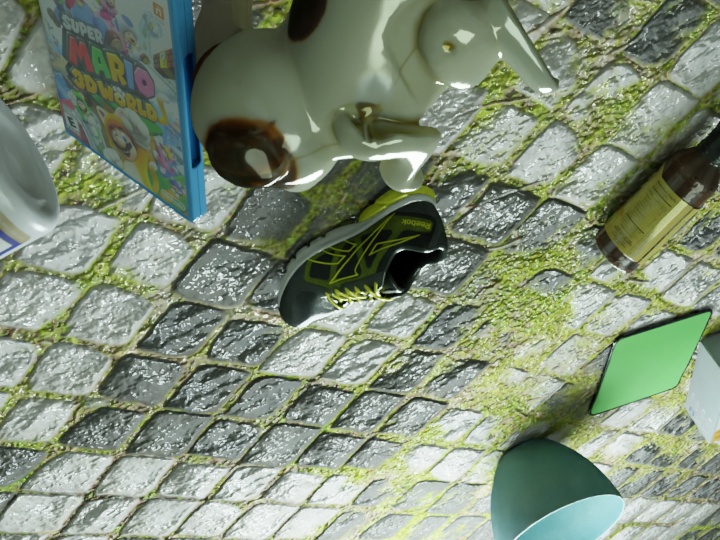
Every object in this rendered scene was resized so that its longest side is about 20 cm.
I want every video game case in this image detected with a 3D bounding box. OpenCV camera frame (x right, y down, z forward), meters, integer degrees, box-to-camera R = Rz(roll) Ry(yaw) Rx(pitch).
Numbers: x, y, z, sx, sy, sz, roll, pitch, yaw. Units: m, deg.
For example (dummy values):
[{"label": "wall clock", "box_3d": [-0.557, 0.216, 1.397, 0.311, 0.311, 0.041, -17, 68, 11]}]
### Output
[{"label": "video game case", "box_3d": [-0.164, -0.139, 0.708, 0.018, 0.142, 0.202, -41, 153, -32]}]

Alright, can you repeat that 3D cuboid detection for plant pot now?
[{"label": "plant pot", "box_3d": [0.270, 0.330, 1.544, 0.197, 0.136, 0.202, -17, 144, -13]}]

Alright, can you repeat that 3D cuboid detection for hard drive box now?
[{"label": "hard drive box", "box_3d": [0.582, 0.156, 1.569, 0.154, 0.077, 0.201, -22, 144, -6]}]

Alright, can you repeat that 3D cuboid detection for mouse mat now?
[{"label": "mouse mat", "box_3d": [0.413, 0.134, 1.499, 0.158, 0.008, 0.202, -15, 144, -14]}]

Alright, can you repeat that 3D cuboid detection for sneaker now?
[{"label": "sneaker", "box_3d": [0.000, 0.000, 1.017, 0.199, 0.085, 0.074, -40, 141, 18]}]

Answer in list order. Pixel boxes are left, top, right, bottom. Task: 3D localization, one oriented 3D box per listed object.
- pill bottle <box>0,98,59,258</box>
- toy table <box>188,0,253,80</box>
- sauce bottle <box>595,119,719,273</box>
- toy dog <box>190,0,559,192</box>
[{"label": "pill bottle", "box_3d": [-0.329, -0.036, 0.745, 0.198, 0.121, 0.120, -28, 144, 3]}, {"label": "toy table", "box_3d": [-0.064, -0.221, 0.680, 0.198, 0.118, 0.184, 11, 131, -41]}, {"label": "sauce bottle", "box_3d": [0.342, -0.084, 1.138, 0.064, 0.065, 0.200, 14, 129, -41]}, {"label": "toy dog", "box_3d": [-0.011, -0.122, 0.621, 0.199, 0.141, 0.193, -36, 144, 17]}]
